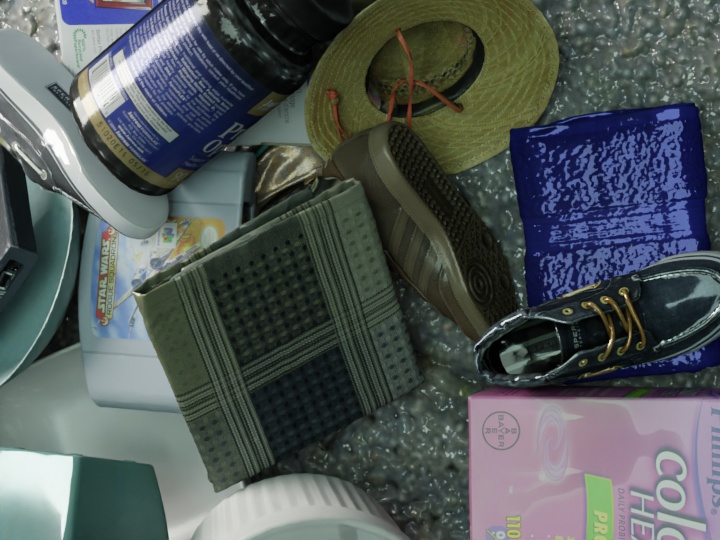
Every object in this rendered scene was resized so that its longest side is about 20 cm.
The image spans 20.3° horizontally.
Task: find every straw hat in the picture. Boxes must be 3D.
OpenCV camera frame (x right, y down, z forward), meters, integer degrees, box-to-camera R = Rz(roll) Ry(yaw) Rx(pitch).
[{"bbox_3d":[0.044,-0.164,1.524,0.200,0.201,0.085,-30,43,13],"label":"straw hat"}]

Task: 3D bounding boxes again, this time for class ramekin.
[{"bbox_3d":[-0.046,0.245,1.517,0.201,0.094,0.204,-5,117,-10],"label":"ramekin"}]

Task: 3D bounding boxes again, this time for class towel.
[{"bbox_3d":[0.194,-0.019,1.514,0.147,0.049,0.202,-6,90,22],"label":"towel"},{"bbox_3d":[-0.057,0.045,1.484,0.192,0.035,0.201,-27,125,-14],"label":"towel"}]

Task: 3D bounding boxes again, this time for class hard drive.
[{"bbox_3d":[-0.326,0.006,1.604,0.200,0.042,0.135,-45,42,28],"label":"hard drive"}]

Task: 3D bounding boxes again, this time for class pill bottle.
[{"bbox_3d":[-0.106,-0.152,1.450,0.200,0.112,0.112,-36,82,22],"label":"pill bottle"}]

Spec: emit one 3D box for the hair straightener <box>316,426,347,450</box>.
[{"bbox_3d":[-0.018,0.048,1.542,0.076,0.041,0.201,2,112,7],"label":"hair straightener"}]

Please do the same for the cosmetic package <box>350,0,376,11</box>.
[{"bbox_3d":[-0.075,-0.244,1.566,0.198,0.071,0.106,-10,89,15],"label":"cosmetic package"}]

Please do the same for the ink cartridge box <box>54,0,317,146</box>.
[{"bbox_3d":[-0.132,-0.192,1.523,0.198,0.047,0.199,0,111,9],"label":"ink cartridge box"}]

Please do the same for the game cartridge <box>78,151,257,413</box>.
[{"bbox_3d":[-0.149,0.007,1.536,0.132,0.042,0.202,3,87,14],"label":"game cartridge"}]

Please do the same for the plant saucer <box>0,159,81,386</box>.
[{"bbox_3d":[-0.269,0.008,1.599,0.201,0.039,0.202,-30,49,42],"label":"plant saucer"}]

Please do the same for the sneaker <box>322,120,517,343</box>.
[{"bbox_3d":[0.047,-0.022,1.529,0.075,0.071,0.201,-19,111,36],"label":"sneaker"}]

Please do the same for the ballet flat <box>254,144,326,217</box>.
[{"bbox_3d":[-0.097,-0.038,1.580,0.200,0.068,0.067,-39,89,14],"label":"ballet flat"}]

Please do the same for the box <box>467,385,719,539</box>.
[{"bbox_3d":[0.185,0.177,1.488,0.198,0.097,0.177,0,92,14],"label":"box"}]

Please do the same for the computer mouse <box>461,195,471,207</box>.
[{"bbox_3d":[0.000,0.000,1.569,0.200,0.034,0.059,-37,81,12],"label":"computer mouse"}]

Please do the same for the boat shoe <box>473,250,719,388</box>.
[{"bbox_3d":[0.180,0.042,1.446,0.199,0.091,0.071,-21,84,20],"label":"boat shoe"}]

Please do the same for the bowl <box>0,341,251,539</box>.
[{"bbox_3d":[-0.184,0.153,1.600,0.199,0.075,0.201,-22,84,14],"label":"bowl"}]

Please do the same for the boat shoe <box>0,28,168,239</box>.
[{"bbox_3d":[-0.225,-0.090,1.520,0.200,0.072,0.068,46,129,10],"label":"boat shoe"}]

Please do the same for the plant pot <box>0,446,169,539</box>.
[{"bbox_3d":[-0.225,0.236,1.493,0.141,0.141,0.202,1,81,34],"label":"plant pot"}]
